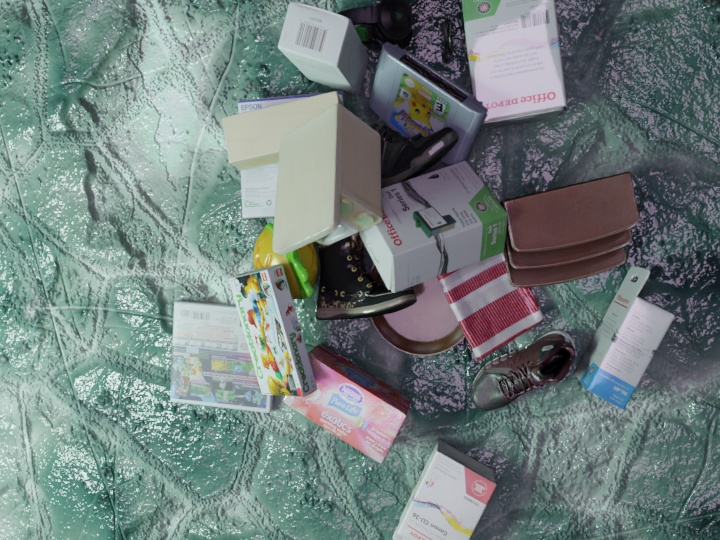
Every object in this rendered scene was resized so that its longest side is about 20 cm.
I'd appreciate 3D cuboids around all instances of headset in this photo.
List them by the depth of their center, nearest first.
[{"bbox_3d":[0.052,-0.382,1.051,0.193,0.124,0.097,-1,96,2],"label":"headset"}]

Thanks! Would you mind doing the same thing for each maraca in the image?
[{"bbox_3d":[-0.120,-0.014,1.071,0.105,0.199,0.140,-31,100,-14],"label":"maraca"}]

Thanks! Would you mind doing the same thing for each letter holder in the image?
[{"bbox_3d":[0.325,-0.055,1.019,0.194,0.101,0.147,-12,88,3],"label":"letter holder"}]

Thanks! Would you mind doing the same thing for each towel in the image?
[{"bbox_3d":[0.205,0.024,1.068,0.141,0.023,0.204,-26,89,-16],"label":"towel"}]

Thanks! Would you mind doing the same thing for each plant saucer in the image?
[{"bbox_3d":[0.107,0.041,1.112,0.194,0.034,0.207,0,93,9],"label":"plant saucer"}]

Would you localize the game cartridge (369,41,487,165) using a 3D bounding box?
[{"bbox_3d":[0.102,-0.260,1.048,0.198,0.134,0.041,37,61,13],"label":"game cartridge"}]

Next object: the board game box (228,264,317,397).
[{"bbox_3d":[-0.142,0.099,1.042,0.125,0.034,0.206,-10,97,50],"label":"board game box"}]

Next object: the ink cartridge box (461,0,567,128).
[{"bbox_3d":[0.243,-0.341,1.037,0.141,0.087,0.207,-7,91,11],"label":"ink cartridge box"}]

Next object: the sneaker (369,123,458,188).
[{"bbox_3d":[0.062,-0.202,1.052,0.197,0.076,0.117,-24,92,44],"label":"sneaker"}]

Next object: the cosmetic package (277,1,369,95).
[{"bbox_3d":[-0.052,-0.346,1.029,0.099,0.200,0.076,19,97,6],"label":"cosmetic package"}]

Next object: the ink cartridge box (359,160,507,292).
[{"bbox_3d":[0.108,-0.071,1.014,0.195,0.086,0.148,-19,49,-13],"label":"ink cartridge box"}]

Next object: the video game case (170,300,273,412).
[{"bbox_3d":[-0.250,0.156,1.187,0.193,0.023,0.189,4,94,8],"label":"video game case"}]

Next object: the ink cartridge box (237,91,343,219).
[{"bbox_3d":[-0.114,-0.197,1.130,0.193,0.041,0.207,-1,93,9],"label":"ink cartridge box"}]

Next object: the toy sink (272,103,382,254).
[{"bbox_3d":[-0.045,-0.115,0.970,0.128,0.111,0.206,-21,57,37],"label":"toy sink"}]

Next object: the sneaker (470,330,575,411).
[{"bbox_3d":[0.262,0.168,1.052,0.198,0.115,0.076,-37,88,10],"label":"sneaker"}]

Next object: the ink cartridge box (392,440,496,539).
[{"bbox_3d":[0.139,0.415,1.114,0.114,0.067,0.205,25,97,7],"label":"ink cartridge box"}]

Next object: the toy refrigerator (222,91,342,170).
[{"bbox_3d":[-0.121,-0.228,1.076,0.194,0.070,0.078,-12,86,7],"label":"toy refrigerator"}]

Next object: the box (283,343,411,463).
[{"bbox_3d":[-0.021,0.223,1.112,0.197,0.103,0.096,30,98,7],"label":"box"}]

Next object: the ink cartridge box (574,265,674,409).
[{"bbox_3d":[0.420,0.101,1.021,0.065,0.116,0.204,26,98,7],"label":"ink cartridge box"}]

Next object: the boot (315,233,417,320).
[{"bbox_3d":[0.000,0.000,1.080,0.196,0.072,0.156,-11,81,40],"label":"boot"}]
